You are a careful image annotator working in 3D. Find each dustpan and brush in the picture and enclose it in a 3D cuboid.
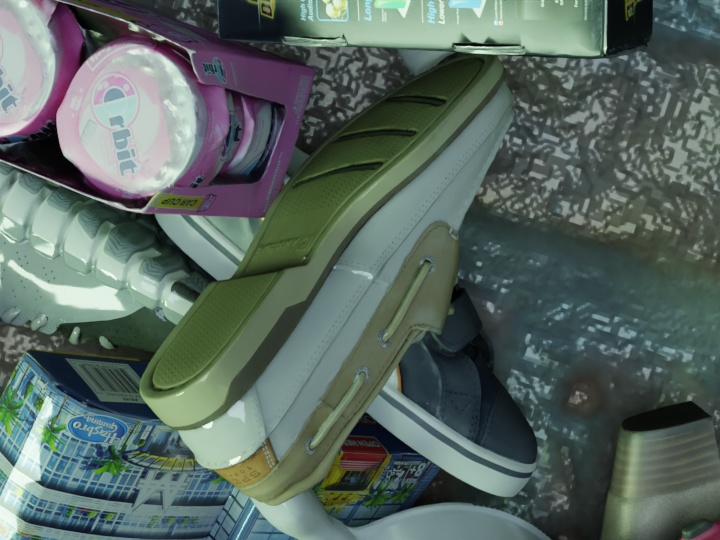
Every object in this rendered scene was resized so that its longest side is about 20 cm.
[{"bbox_3d":[0.005,0.131,0.750,0.139,0.200,0.057,-36,60,4],"label":"dustpan and brush"}]

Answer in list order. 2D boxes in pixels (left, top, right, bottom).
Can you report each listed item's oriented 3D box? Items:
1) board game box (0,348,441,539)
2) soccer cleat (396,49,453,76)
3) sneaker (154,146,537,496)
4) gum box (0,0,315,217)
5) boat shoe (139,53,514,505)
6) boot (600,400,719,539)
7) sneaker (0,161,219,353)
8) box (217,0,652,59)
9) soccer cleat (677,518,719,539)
[{"bbox_3d":[-0.088,0.138,0.749,0.062,0.199,0.201,41,111,38],"label":"board game box"},{"bbox_3d":[0.096,-0.146,0.759,0.198,0.069,0.078,-23,129,-5],"label":"soccer cleat"},{"bbox_3d":[0.010,0.009,0.766,0.200,0.078,0.080,40,102,-2],"label":"sneaker"},{"bbox_3d":[-0.123,-0.079,0.710,0.198,0.113,0.067,21,99,19],"label":"gum box"},{"bbox_3d":[0.000,0.000,0.692,0.200,0.074,0.069,-49,115,-23],"label":"boat shoe"},{"bbox_3d":[0.197,0.122,0.788,0.198,0.070,0.148,-10,103,4],"label":"boot"},{"bbox_3d":[-0.144,0.017,0.781,0.199,0.075,0.116,31,102,8],"label":"sneaker"},{"bbox_3d":[0.022,-0.177,0.621,0.158,0.046,0.202,6,105,30],"label":"box"},{"bbox_3d":[0.142,0.149,0.734,0.198,0.070,0.087,-11,121,6],"label":"soccer cleat"}]
